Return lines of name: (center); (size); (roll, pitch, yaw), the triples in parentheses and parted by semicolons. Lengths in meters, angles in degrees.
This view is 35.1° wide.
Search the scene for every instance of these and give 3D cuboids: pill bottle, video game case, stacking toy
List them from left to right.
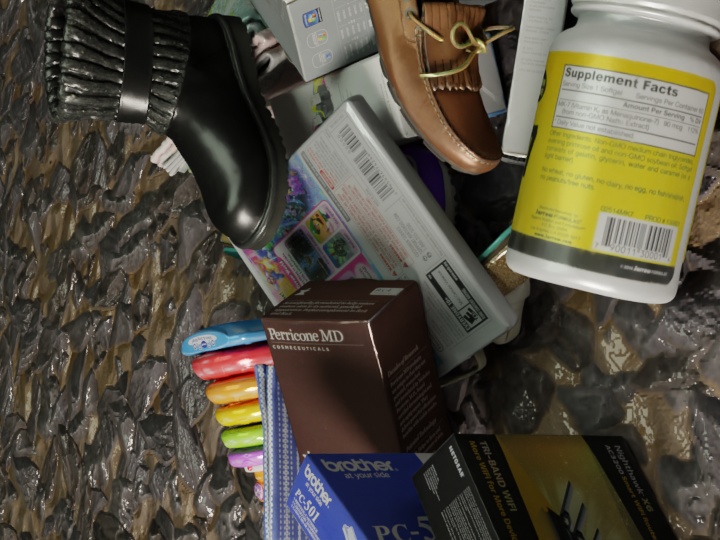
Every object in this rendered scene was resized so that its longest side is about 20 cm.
stacking toy: (-0.092, 0.147, 1.062); (0.116, 0.109, 0.202); (-14, 84, 49)
video game case: (0.000, 0.000, 0.860); (0.182, 0.024, 0.201); (-40, 83, 41)
pill bottle: (0.166, -0.088, 0.724); (0.114, 0.113, 0.202); (19, 100, 53)

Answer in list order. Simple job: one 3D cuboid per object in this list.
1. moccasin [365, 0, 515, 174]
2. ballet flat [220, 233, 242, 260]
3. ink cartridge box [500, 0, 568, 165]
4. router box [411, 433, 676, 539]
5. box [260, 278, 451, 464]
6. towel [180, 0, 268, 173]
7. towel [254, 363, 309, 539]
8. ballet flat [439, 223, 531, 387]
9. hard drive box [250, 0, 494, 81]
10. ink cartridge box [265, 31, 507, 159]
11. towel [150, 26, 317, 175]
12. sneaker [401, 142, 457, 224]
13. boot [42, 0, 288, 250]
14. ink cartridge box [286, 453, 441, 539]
moccasin: (0.054, -0.164, 0.766); (0.077, 0.073, 0.203); (-23, 77, 36)
ballet flat: (-0.067, -0.030, 1.075); (0.199, 0.070, 0.071); (16, 97, 53)
ink cartridge box: (0.131, -0.177, 0.810); (0.095, 0.037, 0.202); (-9, -70, -82)
router box: (0.136, 0.196, 0.684); (0.052, 0.156, 0.201); (-51, 48, 35)
box: (0.007, 0.111, 0.841); (0.099, 0.075, 0.202); (-1, 111, 35)
towel: (-0.145, -0.220, 1.183); (0.201, 0.048, 0.172); (-56, 27, 32)
towel: (-0.035, 0.154, 0.907); (0.024, 0.200, 0.146); (-7, 77, 20)
ballet flat: (0.085, 0.039, 0.870); (0.065, 0.070, 0.200); (51, 132, 10)
hard drive box: (0.011, -0.253, 0.888); (0.077, 0.199, 0.156); (75, 168, -48)
ink cartridge box: (0.008, -0.131, 0.934); (0.199, 0.114, 0.069); (-9, 97, 53)
towel: (-0.079, -0.173, 1.029); (0.032, 0.191, 0.200); (52, 133, -1)
sneaker: (0.010, -0.008, 0.931); (0.069, 0.099, 0.202); (29, 108, 49)
boot: (-0.150, -0.113, 0.852); (0.079, 0.157, 0.213); (-41, 58, 43)
ink cartridge box: (0.058, 0.166, 0.755); (0.094, 0.199, 0.045); (46, 121, 46)
